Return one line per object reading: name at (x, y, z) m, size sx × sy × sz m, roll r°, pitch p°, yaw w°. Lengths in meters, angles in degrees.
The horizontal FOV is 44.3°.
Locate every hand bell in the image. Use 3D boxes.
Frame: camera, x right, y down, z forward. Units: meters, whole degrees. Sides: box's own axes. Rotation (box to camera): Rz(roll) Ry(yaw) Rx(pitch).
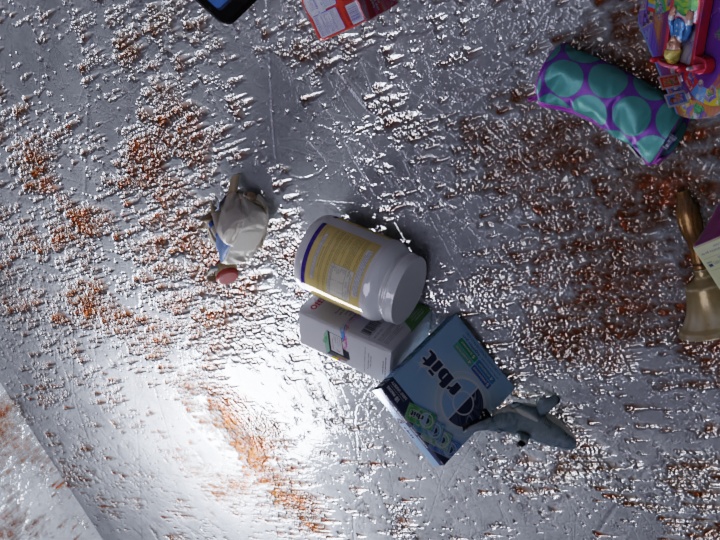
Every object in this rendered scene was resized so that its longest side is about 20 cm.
hand bell at (0.466, -0.013, 1.221) m, size 0.104 × 0.104 × 0.202 m, roll -11°, pitch 100°, yaw 42°

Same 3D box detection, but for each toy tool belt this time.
toy tool belt at (-0.252, -0.080, 1.721) m, size 0.123 × 0.124 × 0.201 m, roll 63°, pitch 141°, yaw 30°

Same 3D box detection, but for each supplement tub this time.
supplement tub at (0.000, 0.000, 1.538) m, size 0.199 × 0.145 × 0.146 m, roll 23°, pitch 132°, yaw 25°

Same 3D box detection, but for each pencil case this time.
pencil case at (0.328, -0.218, 1.166) m, size 0.199 × 0.085 × 0.093 m, roll 33°, pitch 102°, yaw 16°

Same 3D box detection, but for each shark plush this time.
shark plush at (0.272, 0.262, 1.500) m, size 0.199 × 0.084 × 0.091 m, roll 13°, pitch 134°, yaw -27°

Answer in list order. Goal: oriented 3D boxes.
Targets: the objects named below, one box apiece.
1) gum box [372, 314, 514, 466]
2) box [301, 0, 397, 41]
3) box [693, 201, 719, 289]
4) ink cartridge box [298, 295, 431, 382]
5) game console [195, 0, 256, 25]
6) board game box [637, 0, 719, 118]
gum box at (0.146, 0.205, 1.529) m, size 0.170 × 0.200 × 0.045 m, roll 51°, pitch 154°, yaw -4°
box at (-0.042, -0.452, 1.284) m, size 0.099 × 0.095 × 0.201 m, roll -11°, pitch 111°, yaw 42°
box at (0.527, -0.007, 1.094) m, size 0.096 × 0.176 × 0.201 m, roll -27°, pitch 101°, yaw 46°
ink cartridge box at (0.006, 0.100, 1.605) m, size 0.199 × 0.145 × 0.085 m, roll 22°, pitch 132°, yaw 24°
game console at (-0.214, -0.518, 1.359) m, size 0.200 × 0.116 × 0.176 m, roll 43°, pitch 137°, yaw 5°
board game box at (0.380, -0.278, 1.039) m, size 0.158 × 0.039 × 0.202 m, roll 132°, pitch 123°, yaw -64°
